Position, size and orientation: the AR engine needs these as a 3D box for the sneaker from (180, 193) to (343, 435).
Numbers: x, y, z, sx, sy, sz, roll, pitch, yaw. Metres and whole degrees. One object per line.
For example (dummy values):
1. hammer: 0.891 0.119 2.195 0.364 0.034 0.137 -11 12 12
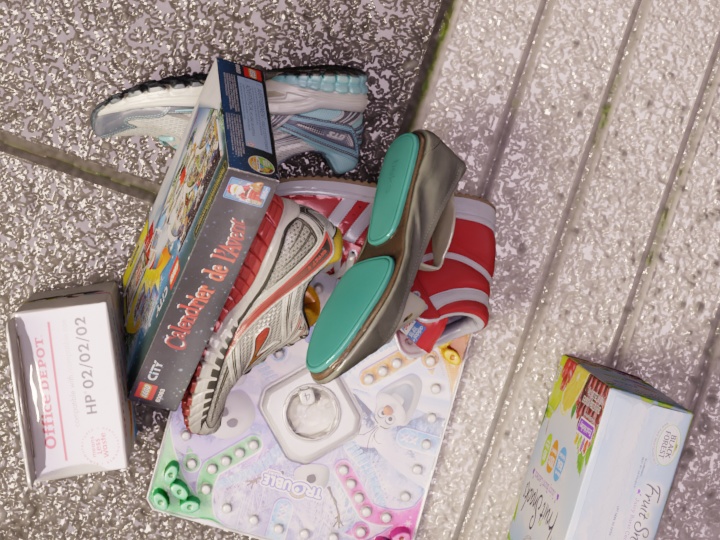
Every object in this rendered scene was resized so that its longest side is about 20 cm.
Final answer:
1. sneaker: -0.072 0.040 1.657 0.082 0.078 0.201 16 125 -18

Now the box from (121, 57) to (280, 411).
1. box: -0.112 -0.024 1.630 0.037 0.137 0.201 15 123 -18

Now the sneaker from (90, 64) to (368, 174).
1. sneaker: -0.091 -0.096 1.697 0.198 0.078 0.087 -4 98 -3

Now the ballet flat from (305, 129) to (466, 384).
1. ballet flat: 0.026 -0.002 1.627 0.064 0.067 0.201 34 64 -28

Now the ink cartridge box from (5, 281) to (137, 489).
1. ink cartridge box: -0.195 0.076 1.640 0.067 0.200 0.116 -8 95 -2

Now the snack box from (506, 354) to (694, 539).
1. snack box: 0.160 0.157 1.669 0.067 0.200 0.170 17 94 -4

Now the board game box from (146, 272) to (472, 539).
1. board game box: -0.036 0.104 1.740 0.198 0.026 0.202 16 93 -5

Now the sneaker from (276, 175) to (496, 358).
1. sneaker: 0.000 0.000 1.691 0.198 0.071 0.113 3 66 -7
